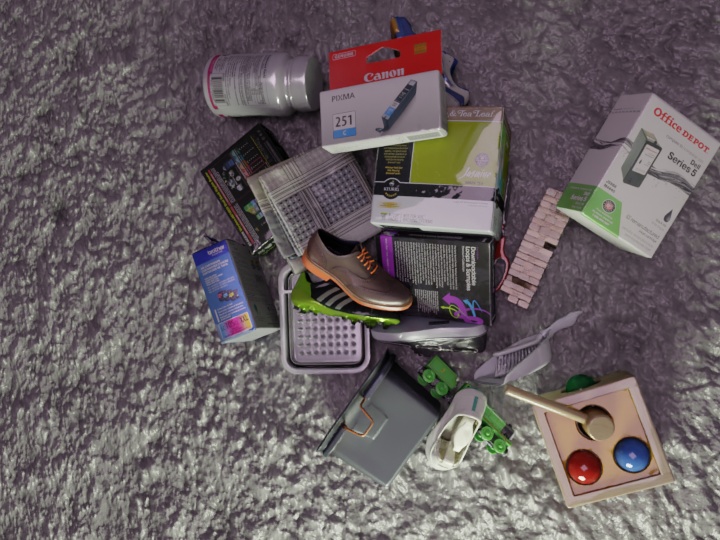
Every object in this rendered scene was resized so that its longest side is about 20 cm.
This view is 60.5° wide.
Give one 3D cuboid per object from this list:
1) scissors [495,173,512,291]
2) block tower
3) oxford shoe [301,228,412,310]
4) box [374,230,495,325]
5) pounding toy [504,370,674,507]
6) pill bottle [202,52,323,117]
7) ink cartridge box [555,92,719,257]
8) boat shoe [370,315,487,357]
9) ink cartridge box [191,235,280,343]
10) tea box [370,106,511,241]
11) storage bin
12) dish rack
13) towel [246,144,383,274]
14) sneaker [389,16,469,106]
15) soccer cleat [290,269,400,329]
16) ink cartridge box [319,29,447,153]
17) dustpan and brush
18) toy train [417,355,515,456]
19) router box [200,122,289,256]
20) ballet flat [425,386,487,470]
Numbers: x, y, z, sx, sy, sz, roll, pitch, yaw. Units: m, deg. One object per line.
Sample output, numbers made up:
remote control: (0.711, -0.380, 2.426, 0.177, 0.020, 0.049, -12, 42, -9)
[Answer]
scissors: (0.243, -0.060, 1.052, 0.073, 0.014, 0.201, 27, 93, 19)
block tower: (0.292, -0.038, 1.013, 0.054, 0.058, 0.201, 25, 93, 15)
oxford shoe: (0.000, 0.000, 1.009, 0.199, 0.071, 0.073, 26, 132, 1)
box: (0.124, 0.010, 1.025, 0.199, 0.036, 0.144, 7, 114, 28)
pounding toy: (0.341, 0.238, 0.936, 0.183, 0.142, 0.201, -20, 82, 14)
pill bottle: (-0.177, -0.341, 1.138, 0.199, 0.113, 0.114, 4, 88, 16)
ink cartridge box: (0.419, -0.145, 0.938, 0.145, 0.084, 0.201, 28, 95, -15)
boat shoe: (0.118, 0.117, 1.054, 0.199, 0.070, 0.067, -5, 109, 12)
ink cartridge box: (-0.226, 0.025, 1.118, 0.076, 0.136, 0.201, -20, 81, 9)
tea box: (0.136, -0.158, 1.020, 0.199, 0.134, 0.198, 6, 89, 19)
storage bin: (0.039, 0.255, 1.035, 0.134, 0.146, 0.201, 35, 97, 5)
dish rack: (-0.061, 0.084, 1.115, 0.170, 0.044, 0.202, -3, 86, 15)
towel: (-0.073, -0.115, 1.076, 0.199, 0.035, 0.193, -28, 95, -12)
sneaker: (0.121, -0.361, 1.082, 0.088, 0.075, 0.201, -26, 87, 2)
soccer cleat: (-0.025, 0.047, 1.054, 0.199, 0.068, 0.082, 12, 77, 17)
ink cartridge box: (0.033, -0.288, 0.976, 0.199, 0.045, 0.178, -5, 83, 20)
dustpan and brush: (0.278, 0.121, 0.990, 0.199, 0.140, 0.058, -19, 86, -11)
toy train: (0.177, 0.224, 1.028, 0.200, 0.042, 0.056, 44, 67, 5)
router box: (-0.185, -0.149, 1.155, 0.149, 0.062, 0.201, -35, 78, 10)
ballet flat: (0.147, 0.271, 0.983, 0.069, 0.069, 0.201, 29, 128, 16)
